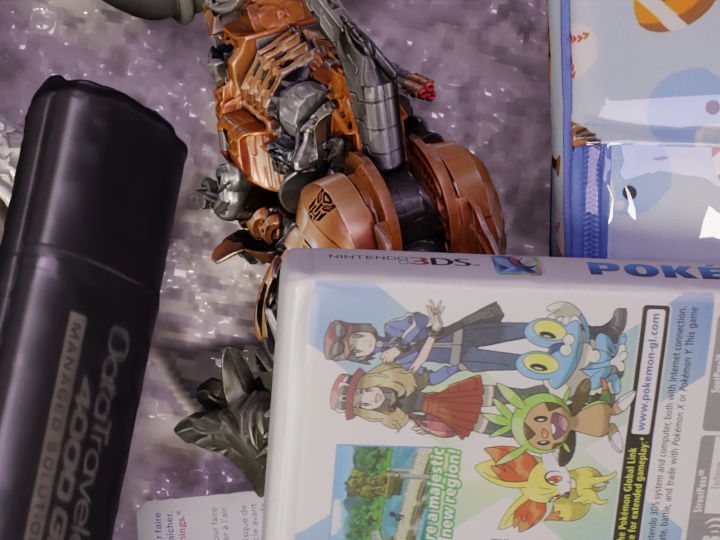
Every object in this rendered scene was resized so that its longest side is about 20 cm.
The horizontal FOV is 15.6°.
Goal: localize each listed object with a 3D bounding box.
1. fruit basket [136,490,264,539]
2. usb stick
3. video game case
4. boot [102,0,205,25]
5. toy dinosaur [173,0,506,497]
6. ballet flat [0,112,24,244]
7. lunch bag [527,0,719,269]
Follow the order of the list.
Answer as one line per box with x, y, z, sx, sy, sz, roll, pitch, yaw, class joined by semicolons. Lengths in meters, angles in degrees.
0.038;0.152;0.775;0.199;0.094;0.186;-7;81;9;fruit basket
-0.087;0.043;0.727;0.055;0.033;0.201;28;64;-44;usb stick
0.064;0.091;0.666;0.182;0.022;0.201;2;114;-6;video game case
-0.168;-0.096;0.792;0.200;0.073;0.182;-37;72;-16;boot
0.000;0.000;0.734;0.102;0.136;0.200;-1;45;-7;toy dinosaur
-0.147;-0.041;0.744;0.200;0.072;0.072;35;78;-29;ballet flat
0.086;-0.060;0.728;0.075;0.160;0.201;2;77;4;lunch bag
